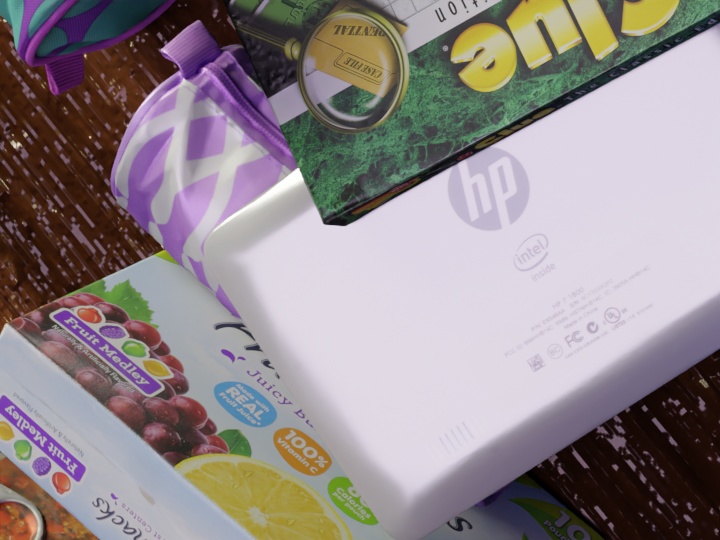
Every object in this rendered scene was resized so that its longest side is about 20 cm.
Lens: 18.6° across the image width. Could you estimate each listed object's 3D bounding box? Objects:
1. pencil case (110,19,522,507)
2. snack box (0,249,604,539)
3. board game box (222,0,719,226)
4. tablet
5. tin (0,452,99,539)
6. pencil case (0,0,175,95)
[{"bbox_3d":[0.000,0.000,0.802,0.200,0.084,0.086,37,153,14],"label":"pencil case"},{"bbox_3d":[-0.025,0.077,0.805,0.200,0.142,0.053,39,120,14],"label":"snack box"},{"bbox_3d":[0.053,-0.104,0.704,0.200,0.023,0.105,-29,82,19],"label":"board game box"},{"bbox_3d":[0.056,-0.010,0.730,0.200,0.014,0.130,-35,88,18],"label":"tablet"},{"bbox_3d":[-0.101,0.148,0.887,0.200,0.112,0.042,38,143,16],"label":"tin"},{"bbox_3d":[-0.151,-0.172,0.842,0.200,0.085,0.092,51,122,8],"label":"pencil case"}]
